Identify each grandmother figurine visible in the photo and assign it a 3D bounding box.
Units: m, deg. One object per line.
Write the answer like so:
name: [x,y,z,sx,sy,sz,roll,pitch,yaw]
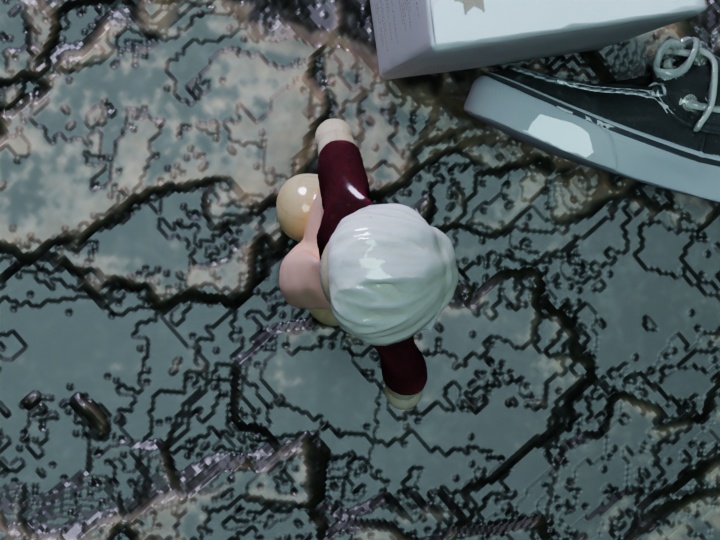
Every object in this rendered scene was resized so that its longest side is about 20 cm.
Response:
grandmother figurine: [0.000,0.000,0.854,0.060,0.200,0.122,-27,94,-4]

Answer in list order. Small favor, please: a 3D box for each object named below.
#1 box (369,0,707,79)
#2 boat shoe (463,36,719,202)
box: [0.058,-0.164,0.854,0.106,0.200,0.153,-8,94,-5]
boat shoe: [0.146,-0.069,0.929,0.198,0.074,0.068,15,95,-6]
